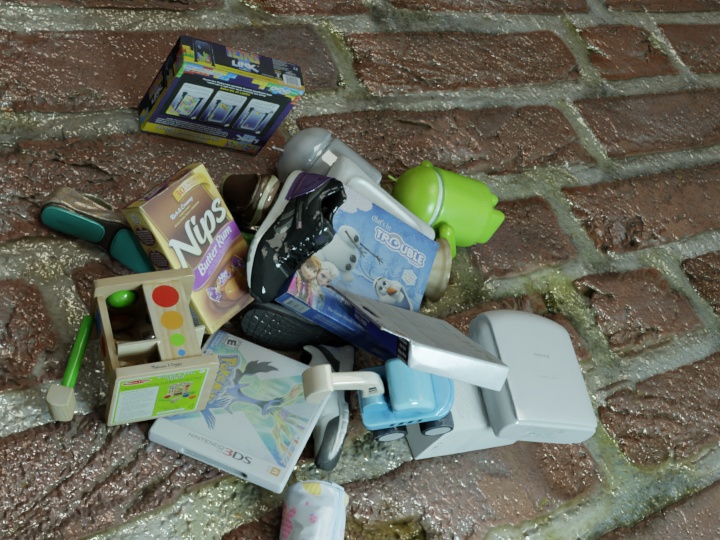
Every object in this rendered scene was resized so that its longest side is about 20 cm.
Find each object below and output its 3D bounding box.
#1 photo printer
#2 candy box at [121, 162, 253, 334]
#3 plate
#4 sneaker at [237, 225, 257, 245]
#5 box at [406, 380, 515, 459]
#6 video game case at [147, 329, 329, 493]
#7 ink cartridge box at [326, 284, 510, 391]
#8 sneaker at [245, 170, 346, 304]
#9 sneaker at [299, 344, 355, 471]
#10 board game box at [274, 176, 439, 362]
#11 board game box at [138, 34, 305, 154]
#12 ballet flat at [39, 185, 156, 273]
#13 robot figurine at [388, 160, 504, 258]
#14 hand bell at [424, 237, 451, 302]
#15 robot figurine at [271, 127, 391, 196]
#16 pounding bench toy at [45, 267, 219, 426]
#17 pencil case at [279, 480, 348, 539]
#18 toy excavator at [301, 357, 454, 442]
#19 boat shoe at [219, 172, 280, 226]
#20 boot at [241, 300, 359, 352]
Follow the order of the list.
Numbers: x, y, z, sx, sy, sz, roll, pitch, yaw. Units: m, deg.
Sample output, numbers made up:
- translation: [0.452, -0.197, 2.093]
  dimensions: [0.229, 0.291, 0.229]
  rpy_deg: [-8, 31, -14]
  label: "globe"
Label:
- translation: [0.246, 0.149, 1.673]
  dimensions: [0.166, 0.069, 0.200]
  rpy_deg: [10, 52, -31]
  label: "photo printer"
- translation: [-0.218, -0.028, 1.540]
  dimensions: [0.117, 0.056, 0.200]
  rpy_deg: [-41, 113, -32]
  label: "candy box"
- translation: [0.008, -0.046, 1.707]
  dimensions: [0.200, 0.032, 0.200]
  rpy_deg: [39, 59, -16]
  label: "plate"
- translation: [-0.208, -0.061, 1.641]
  dimensions: [0.200, 0.077, 0.084]
  rpy_deg: [18, 46, -30]
  label: "sneaker"
- translation: [0.158, 0.192, 1.697]
  dimensions: [0.200, 0.097, 0.124]
  rpy_deg: [-1, 58, -37]
  label: "box"
- translation: [-0.148, 0.176, 1.489]
  dimensions: [0.182, 0.022, 0.200]
  rpy_deg: [21, 43, 6]
  label: "video game case"
- translation: [0.067, 0.088, 1.516]
  dimensions: [0.200, 0.041, 0.200]
  rpy_deg: [19, 8, -25]
  label: "ink cartridge box"
- translation: [-0.084, -0.046, 1.544]
  dimensions: [0.076, 0.088, 0.200]
  rpy_deg: [51, 56, -54]
  label: "sneaker"
- translation: [-0.055, 0.185, 1.575]
  dimensions: [0.080, 0.074, 0.200]
  rpy_deg: [11, 46, -8]
  label: "sneaker"
- translation: [0.000, 0.000, 1.640]
  dimensions: [0.200, 0.043, 0.199]
  rpy_deg: [30, 59, -20]
  label: "board game box"
- translation: [-0.209, -0.259, 1.730]
  dimensions: [0.200, 0.165, 0.057]
  rpy_deg: [10, 54, -32]
  label: "board game box"
- translation: [-0.331, -0.059, 1.554]
  dimensions: [0.200, 0.068, 0.067]
  rpy_deg: [30, 37, -17]
  label: "ballet flat"
- translation: [0.137, -0.106, 1.905]
  dimensions: [0.200, 0.116, 0.176]
  rpy_deg: [13, 44, -29]
  label: "robot figurine"
- translation: [0.030, -0.015, 1.793]
  dimensions: [0.200, 0.104, 0.104]
  rpy_deg: [9, 51, -16]
  label: "hand bell"
- translation: [-0.048, -0.145, 1.799]
  dimensions: [0.200, 0.113, 0.170]
  rpy_deg: [38, 22, -6]
  label: "robot figurine"
- translation: [-0.295, 0.091, 1.410]
  dimensions: [0.200, 0.124, 0.156]
  rpy_deg: [-8, 59, -22]
  label: "pounding bench toy"
- translation: [-0.061, 0.357, 1.406]
  dimensions: [0.083, 0.091, 0.200]
  rpy_deg: [23, 45, -21]
  label: "pencil case"
- translation: [0.027, 0.154, 1.509]
  dimensions: [0.194, 0.200, 0.100]
  rpy_deg: [-9, 67, 0]
  label: "toy excavator"
- translation: [-0.167, -0.106, 1.642]
  dimensions: [0.075, 0.202, 0.075]
  rpy_deg: [24, 81, -10]
  label: "boat shoe"
- translation: [-0.093, 0.049, 1.655]
  dimensions: [0.200, 0.070, 0.132]
  rpy_deg: [21, 43, -37]
  label: "boot"
